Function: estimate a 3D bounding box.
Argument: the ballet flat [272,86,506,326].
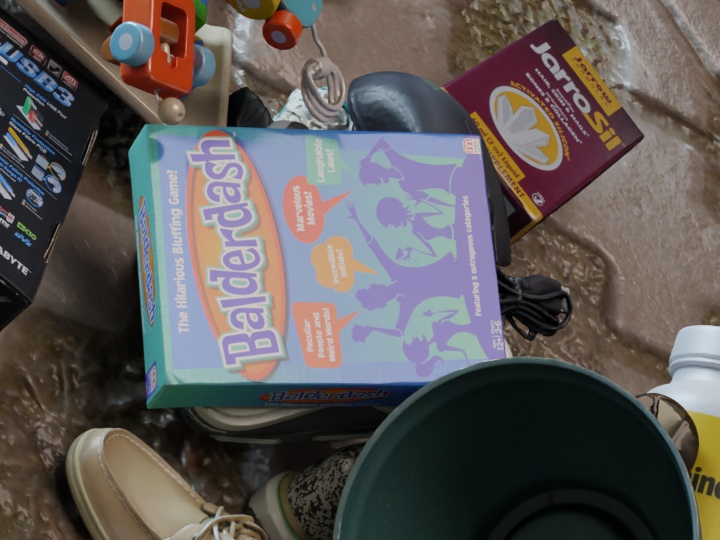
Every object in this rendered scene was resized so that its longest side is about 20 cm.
[{"bbox_3d":[0.008,-0.025,1.733,0.200,0.072,0.072,51,34,2],"label":"ballet flat"}]

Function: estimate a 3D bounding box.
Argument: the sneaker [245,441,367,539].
[{"bbox_3d":[0.026,0.123,1.580,0.200,0.089,0.077,-18,73,-54],"label":"sneaker"}]

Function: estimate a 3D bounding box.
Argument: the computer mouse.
[{"bbox_3d":[0.062,-0.054,1.698,0.138,0.053,0.201,14,41,-57],"label":"computer mouse"}]

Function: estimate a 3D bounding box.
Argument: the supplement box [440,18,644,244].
[{"bbox_3d":[0.098,-0.083,1.858,0.111,0.086,0.200,52,33,1],"label":"supplement box"}]

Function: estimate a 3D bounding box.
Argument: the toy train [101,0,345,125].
[{"bbox_3d":[-0.085,-0.146,1.540,0.200,0.055,0.151,8,78,-57],"label":"toy train"}]

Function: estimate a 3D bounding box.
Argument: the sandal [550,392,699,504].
[{"bbox_3d":[0.113,0.144,1.626,0.200,0.055,0.082,-41,99,-14],"label":"sandal"}]

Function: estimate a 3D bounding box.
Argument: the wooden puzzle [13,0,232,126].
[{"bbox_3d":[-0.153,-0.173,1.643,0.200,0.046,0.186,38,21,-18],"label":"wooden puzzle"}]

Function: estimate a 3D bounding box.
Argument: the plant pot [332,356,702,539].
[{"bbox_3d":[0.099,0.162,1.495,0.201,0.199,0.134,68,10,23],"label":"plant pot"}]

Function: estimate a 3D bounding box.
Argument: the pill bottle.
[{"bbox_3d":[0.210,0.142,1.690,0.112,0.112,0.201,28,71,-31],"label":"pill bottle"}]

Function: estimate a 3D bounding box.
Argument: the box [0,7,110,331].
[{"bbox_3d":[-0.242,-0.089,1.493,0.200,0.050,0.199,40,32,-20],"label":"box"}]

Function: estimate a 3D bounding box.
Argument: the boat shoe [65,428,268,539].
[{"bbox_3d":[-0.074,0.155,1.452,0.200,0.065,0.072,50,34,-2],"label":"boat shoe"}]

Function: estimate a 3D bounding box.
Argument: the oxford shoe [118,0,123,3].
[{"bbox_3d":[-0.130,-0.200,1.606,0.084,0.073,0.200,30,14,21],"label":"oxford shoe"}]

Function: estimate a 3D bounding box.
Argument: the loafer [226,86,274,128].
[{"bbox_3d":[-0.075,-0.030,1.621,0.072,0.073,0.200,44,35,-19],"label":"loafer"}]

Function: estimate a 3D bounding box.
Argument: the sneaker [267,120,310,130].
[{"bbox_3d":[0.000,0.000,1.602,0.079,0.095,0.201,-54,129,-55],"label":"sneaker"}]

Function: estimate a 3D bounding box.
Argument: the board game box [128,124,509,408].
[{"bbox_3d":[-0.024,-0.001,1.515,0.199,0.045,0.153,0,70,-18],"label":"board game box"}]

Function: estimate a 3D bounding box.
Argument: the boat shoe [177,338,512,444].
[{"bbox_3d":[-0.010,0.062,1.558,0.199,0.062,0.073,-6,74,-23],"label":"boat shoe"}]
